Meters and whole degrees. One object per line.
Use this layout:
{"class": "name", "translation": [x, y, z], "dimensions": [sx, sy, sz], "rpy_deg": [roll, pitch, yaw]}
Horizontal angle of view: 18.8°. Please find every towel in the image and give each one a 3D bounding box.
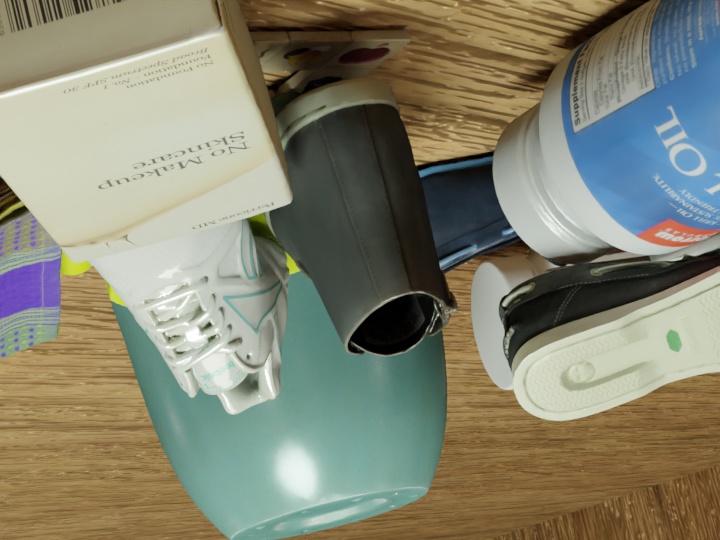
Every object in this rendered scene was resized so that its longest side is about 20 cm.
{"class": "towel", "translation": [-0.197, 0.022, 1.000], "dimensions": [0.143, 0.023, 0.200], "rpy_deg": [-29, 165, -21]}

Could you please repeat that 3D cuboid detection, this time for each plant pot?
{"class": "plant pot", "translation": [-0.036, 0.072, 1.316], "dimensions": [0.199, 0.162, 0.201], "rpy_deg": [-14, 167, -3]}

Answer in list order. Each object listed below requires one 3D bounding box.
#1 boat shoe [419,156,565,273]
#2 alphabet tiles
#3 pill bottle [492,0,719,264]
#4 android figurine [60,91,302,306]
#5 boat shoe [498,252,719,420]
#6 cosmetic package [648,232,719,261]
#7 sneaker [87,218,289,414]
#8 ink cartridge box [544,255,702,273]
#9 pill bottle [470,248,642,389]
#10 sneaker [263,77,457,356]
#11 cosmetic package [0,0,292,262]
{"class": "boat shoe", "translation": [0.108, -0.032, 1.238], "dimensions": [0.199, 0.069, 0.084], "rpy_deg": [-13, 167, -6]}
{"class": "alphabet tiles", "translation": [-0.101, -0.072, 0.982], "dimensions": [0.199, 0.008, 0.167], "rpy_deg": [-4, 164, -35]}
{"class": "pill bottle", "translation": [0.155, -0.073, 1.020], "dimensions": [0.112, 0.113, 0.200], "rpy_deg": [-4, 163, -37]}
{"class": "android figurine", "translation": [-0.070, -0.031, 1.079], "dimensions": [0.181, 0.041, 0.200], "rpy_deg": [-13, 164, -9]}
{"class": "boat shoe", "translation": [0.166, 0.014, 1.062], "dimensions": [0.199, 0.068, 0.072], "rpy_deg": [-13, 125, 2]}
{"class": "cosmetic package", "translation": [0.256, -0.057, 1.154], "dimensions": [0.150, 0.052, 0.199], "rpy_deg": [-23, 170, 38]}
{"class": "sneaker", "translation": [-0.073, 0.011, 1.007], "dimensions": [0.070, 0.081, 0.200], "rpy_deg": [-15, 160, 14]}
{"class": "ink cartridge box", "translation": [0.225, 0.012, 1.195], "dimensions": [0.199, 0.050, 0.160], "rpy_deg": [1, -175, 41]}
{"class": "pill bottle", "translation": [0.179, 0.019, 1.433], "dimensions": [0.199, 0.114, 0.113], "rpy_deg": [-9, 166, -17]}
{"class": "sneaker", "translation": [0.000, 0.000, 0.993], "dimensions": [0.074, 0.107, 0.200], "rpy_deg": [-16, 162, 0]}
{"class": "cosmetic package", "translation": [-0.091, -0.073, 0.825], "dimensions": [0.103, 0.074, 0.200], "rpy_deg": [-16, 164, 2]}
